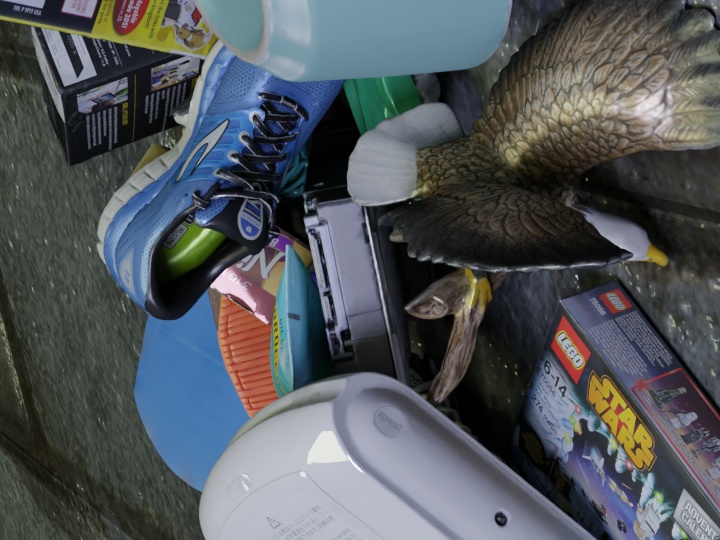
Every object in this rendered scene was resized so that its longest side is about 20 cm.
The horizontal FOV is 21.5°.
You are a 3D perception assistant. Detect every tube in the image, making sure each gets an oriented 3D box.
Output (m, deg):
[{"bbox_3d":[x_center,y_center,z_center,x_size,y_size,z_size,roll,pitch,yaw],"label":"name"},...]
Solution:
[{"bbox_3d":[-0.031,0.046,1.069,0.200,0.050,0.078,82,180,-77],"label":"tube"}]

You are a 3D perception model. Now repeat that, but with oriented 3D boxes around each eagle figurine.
[{"bbox_3d":[0.082,-0.039,0.883,0.200,0.150,0.152,109,152,-68],"label":"eagle figurine"}]

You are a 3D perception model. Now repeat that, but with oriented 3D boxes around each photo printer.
[{"bbox_3d":[0.018,0.142,0.975,0.200,0.070,0.166,39,141,-8],"label":"photo printer"}]

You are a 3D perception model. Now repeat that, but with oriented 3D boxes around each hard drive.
[{"bbox_3d":[0.000,0.000,1.073,0.200,0.038,0.140,-85,-16,-74],"label":"hard drive"}]

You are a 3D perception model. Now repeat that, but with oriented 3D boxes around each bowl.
[{"bbox_3d":[-0.026,-0.168,0.882,0.201,0.105,0.201,53,160,30],"label":"bowl"}]

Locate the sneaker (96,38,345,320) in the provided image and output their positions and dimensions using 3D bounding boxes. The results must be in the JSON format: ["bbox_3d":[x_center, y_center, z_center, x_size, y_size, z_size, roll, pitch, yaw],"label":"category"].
[{"bbox_3d":[-0.060,-0.054,1.008,0.200,0.078,0.089,-54,38,17],"label":"sneaker"}]

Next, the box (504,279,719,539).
[{"bbox_3d":[0.151,0.123,0.948,0.200,0.040,0.137,56,151,31],"label":"box"}]

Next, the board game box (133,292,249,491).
[{"bbox_3d":[-0.096,0.064,1.404,0.158,0.039,0.201,26,110,41],"label":"board game box"}]

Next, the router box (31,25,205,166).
[{"bbox_3d":[-0.117,-0.127,1.142,0.200,0.149,0.051,133,116,-79],"label":"router box"}]

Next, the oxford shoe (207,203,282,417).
[{"bbox_3d":[-0.074,0.012,1.318,0.073,0.071,0.201,173,86,-75],"label":"oxford shoe"}]

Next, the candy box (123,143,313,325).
[{"bbox_3d":[-0.088,-0.024,1.175,0.117,0.057,0.200,34,-178,-3],"label":"candy box"}]

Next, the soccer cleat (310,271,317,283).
[{"bbox_3d":[-0.031,0.097,1.264,0.067,0.076,0.201,39,141,49],"label":"soccer cleat"}]

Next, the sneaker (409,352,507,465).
[{"bbox_3d":[0.034,0.102,1.104,0.201,0.075,0.116,112,136,-77],"label":"sneaker"}]

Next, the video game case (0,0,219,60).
[{"bbox_3d":[-0.098,-0.210,0.960,0.025,0.180,0.200,43,118,47],"label":"video game case"}]

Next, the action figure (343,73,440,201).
[{"bbox_3d":[0.011,-0.132,1.039,0.118,0.055,0.201,-20,86,64],"label":"action figure"}]

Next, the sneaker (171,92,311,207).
[{"bbox_3d":[-0.054,-0.081,1.138,0.080,0.077,0.200,61,-173,8],"label":"sneaker"}]
